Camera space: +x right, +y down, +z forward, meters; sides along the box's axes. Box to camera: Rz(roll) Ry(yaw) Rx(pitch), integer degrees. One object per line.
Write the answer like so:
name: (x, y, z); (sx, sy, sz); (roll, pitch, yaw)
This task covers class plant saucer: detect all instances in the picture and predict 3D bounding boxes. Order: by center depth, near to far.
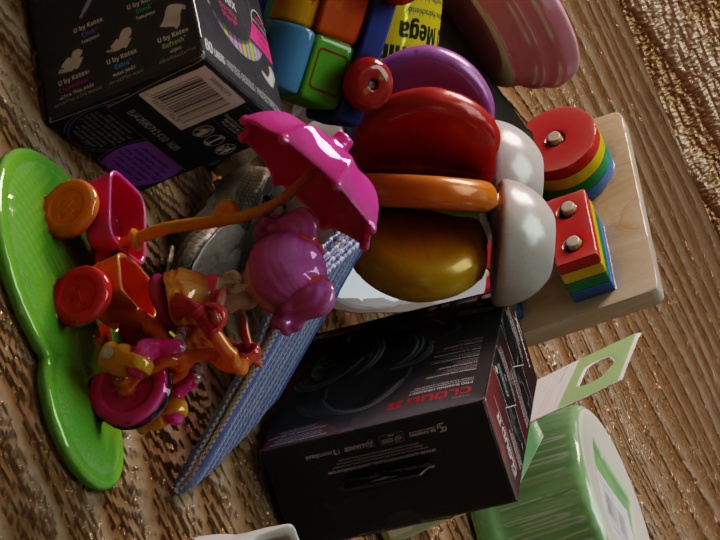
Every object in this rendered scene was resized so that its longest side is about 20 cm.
plant saucer: (0.086, -0.215, 1.956); (0.201, 0.051, 0.201); (49, -10, 12)

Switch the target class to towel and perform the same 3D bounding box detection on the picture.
towel: (-0.052, 0.045, 1.494); (0.024, 0.145, 0.200); (30, 16, 5)

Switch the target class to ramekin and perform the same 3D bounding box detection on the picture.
ramekin: (0.166, 0.207, 2.056); (0.200, 0.097, 0.200); (-20, 90, -75)

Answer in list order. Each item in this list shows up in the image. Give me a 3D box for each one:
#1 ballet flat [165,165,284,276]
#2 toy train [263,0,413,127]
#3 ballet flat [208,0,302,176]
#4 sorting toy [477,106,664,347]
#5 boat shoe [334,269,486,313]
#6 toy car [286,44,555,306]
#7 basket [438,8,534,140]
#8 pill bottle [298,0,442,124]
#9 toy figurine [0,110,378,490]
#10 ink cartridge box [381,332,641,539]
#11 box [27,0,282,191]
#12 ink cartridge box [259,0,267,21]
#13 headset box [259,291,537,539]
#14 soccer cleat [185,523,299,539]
ballet flat: (-0.092, -0.020, 1.580); (0.200, 0.046, 0.068); (-59, 158, -64)
toy train: (-0.024, -0.201, 1.602); (0.116, 0.085, 0.201); (19, 87, -30)
ballet flat: (-0.041, -0.149, 1.676); (0.062, 0.200, 0.067); (20, 1, -22)
sorting toy: (0.123, -0.038, 2.026); (0.070, 0.200, 0.199); (57, 20, -45)
boat shoe: (0.000, 0.000, 1.810); (0.200, 0.070, 0.071); (5, 75, -46)
toy car: (0.039, -0.071, 1.663); (0.200, 0.174, 0.150); (-92, -175, -61)
basket: (0.021, -0.155, 1.954); (0.200, 0.136, 0.180); (58, -18, -17)
pill bottle: (-0.001, -0.152, 1.822); (0.112, 0.112, 0.201); (1, 95, -74)
toy figurine: (-0.077, -0.003, 1.332); (0.150, 0.184, 0.200); (47, 27, -54)
ink cartridge box: (0.109, 0.117, 1.787); (0.048, 0.200, 0.146); (65, 15, -7)
box: (-0.129, -0.169, 1.510); (0.122, 0.106, 0.200); (41, 32, -60)
ink cartridge box: (-0.076, -0.218, 1.805); (0.200, 0.042, 0.120); (-95, -176, -49)
headset box: (0.027, 0.097, 1.619); (0.200, 0.148, 0.077); (-67, 141, -67)
soccer cleat: (-0.075, 0.189, 1.280); (0.200, 0.085, 0.069); (-72, 139, -66)
